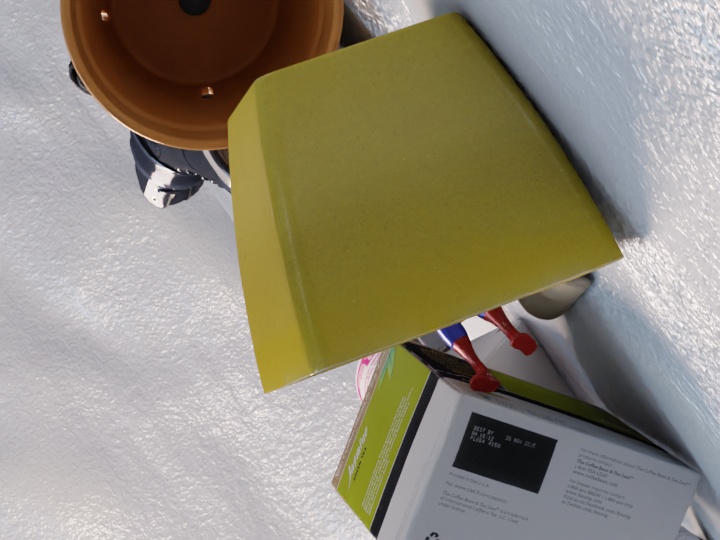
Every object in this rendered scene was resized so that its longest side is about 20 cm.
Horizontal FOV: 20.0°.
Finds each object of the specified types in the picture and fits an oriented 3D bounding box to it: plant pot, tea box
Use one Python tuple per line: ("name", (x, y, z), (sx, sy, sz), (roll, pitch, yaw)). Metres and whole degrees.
("plant pot", (-0.118, -0.196, 1.488), (0.201, 0.200, 0.140), (56, 180, -13))
("plant pot", (0.016, -0.045, 1.260), (0.200, 0.199, 0.177), (151, 99, -77))
("tea box", (0.110, 0.155, 1.520), (0.199, 0.134, 0.197), (20, -174, -17))

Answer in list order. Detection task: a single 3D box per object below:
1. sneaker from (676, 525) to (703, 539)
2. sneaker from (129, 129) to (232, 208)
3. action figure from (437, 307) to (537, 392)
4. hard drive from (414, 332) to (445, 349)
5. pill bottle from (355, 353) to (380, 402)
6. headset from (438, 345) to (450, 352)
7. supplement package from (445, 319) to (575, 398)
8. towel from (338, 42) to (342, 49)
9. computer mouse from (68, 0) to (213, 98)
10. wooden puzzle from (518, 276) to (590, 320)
("sneaker", (0.251, 0.258, 1.652), (0.200, 0.075, 0.115), (54, 172, -31))
("sneaker", (-0.117, -0.086, 1.669), (0.202, 0.077, 0.147), (45, 150, 23))
("action figure", (0.044, -0.002, 1.459), (0.200, 0.065, 0.052), (50, -166, 32))
("hard drive", (0.000, 0.000, 1.742), (0.134, 0.042, 0.200), (23, 164, 33))
("pill bottle", (0.076, 0.138, 2.147), (0.114, 0.113, 0.200), (57, 173, -24))
("headset", (0.130, 0.138, 1.835), (0.200, 0.094, 0.124), (45, 171, 13))
("supplement package", (0.125, 0.165, 1.714), (0.117, 0.117, 0.201), (-27, 101, 43))
("towel", (-0.005, -0.120, 1.601), (0.201, 0.032, 0.191), (64, -178, 38))
("computer mouse", (-0.135, -0.219, 1.577), (0.138, 0.201, 0.053), (16, 173, -13))
("wooden puzzle", (0.078, -0.047, 1.457), (0.200, 0.046, 0.185), (54, 174, 6))
